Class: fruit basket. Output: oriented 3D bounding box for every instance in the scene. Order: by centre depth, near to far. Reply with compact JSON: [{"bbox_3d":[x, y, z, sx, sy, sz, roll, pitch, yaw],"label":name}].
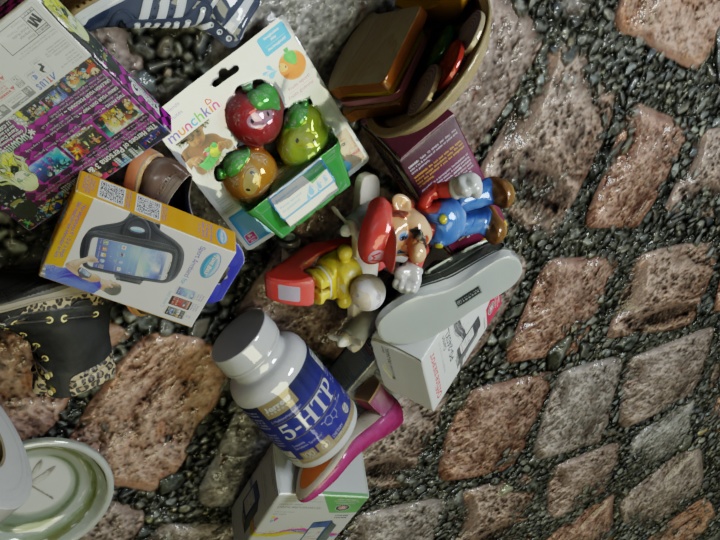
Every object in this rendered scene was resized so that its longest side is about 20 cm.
[{"bbox_3d":[-0.104,-0.142,0.913,0.184,0.094,0.201,-36,129,-3],"label":"fruit basket"}]

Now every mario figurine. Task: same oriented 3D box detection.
[{"bbox_3d":[0.090,-0.040,0.938,0.196,0.106,0.126,-16,98,-22],"label":"mario figurine"}]

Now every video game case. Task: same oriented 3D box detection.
[{"bbox_3d":[-0.312,-0.147,0.785,0.198,0.036,0.181,-30,134,16],"label":"video game case"}]

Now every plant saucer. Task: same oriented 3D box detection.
[{"bbox_3d":[-0.417,0.280,1.051,0.196,0.050,0.204,-15,128,-20],"label":"plant saucer"}]

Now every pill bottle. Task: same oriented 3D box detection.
[{"bbox_3d":[-0.103,0.153,1.089,0.119,0.120,0.201,-38,117,0],"label":"pill bottle"}]

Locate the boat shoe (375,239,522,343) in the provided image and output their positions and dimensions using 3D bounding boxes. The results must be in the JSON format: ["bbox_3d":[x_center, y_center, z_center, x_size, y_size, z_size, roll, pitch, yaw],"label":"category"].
[{"bbox_3d":[0.104,0.024,1.030,0.197,0.064,0.072,-26,129,-5],"label":"boat shoe"}]

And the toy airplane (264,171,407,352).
[{"bbox_3d":[0.000,0.000,1.041,0.200,0.141,0.199,-47,132,6],"label":"toy airplane"}]

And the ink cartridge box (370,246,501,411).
[{"bbox_3d":[0.109,0.068,1.127,0.201,0.082,0.146,-54,151,-23],"label":"ink cartridge box"}]

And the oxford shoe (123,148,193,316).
[{"bbox_3d":[-0.225,-0.029,0.917,0.071,0.072,0.204,-43,149,-54],"label":"oxford shoe"}]

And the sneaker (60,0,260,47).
[{"bbox_3d":[-0.188,-0.252,0.800,0.198,0.070,0.110,-33,131,-11],"label":"sneaker"}]

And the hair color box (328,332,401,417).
[{"bbox_3d":[-0.007,0.184,1.221,0.098,0.061,0.201,32,103,-41],"label":"hair color box"}]

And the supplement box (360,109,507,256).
[{"bbox_3d":[0.095,-0.121,1.033,0.085,0.111,0.201,-37,133,-1],"label":"supplement box"}]

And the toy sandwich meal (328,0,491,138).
[{"bbox_3d":[0.052,-0.232,0.876,0.070,0.206,0.206,33,103,-30],"label":"toy sandwich meal"}]

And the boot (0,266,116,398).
[{"bbox_3d":[-0.367,0.073,0.922,0.197,0.073,0.154,-16,127,-29],"label":"boot"}]

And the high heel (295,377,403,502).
[{"bbox_3d":[-0.011,0.254,1.154,0.202,0.066,0.097,-56,129,-26],"label":"high heel"}]

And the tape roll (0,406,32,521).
[{"bbox_3d":[-0.466,0.205,0.867,0.138,0.203,0.204,-35,133,-3],"label":"tape roll"}]

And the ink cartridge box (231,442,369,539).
[{"bbox_3d":[-0.093,0.344,1.220,0.142,0.089,0.201,10,136,-25],"label":"ink cartridge box"}]

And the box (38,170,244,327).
[{"bbox_3d":[-0.224,-0.014,0.874,0.197,0.042,0.120,22,123,-23],"label":"box"}]
